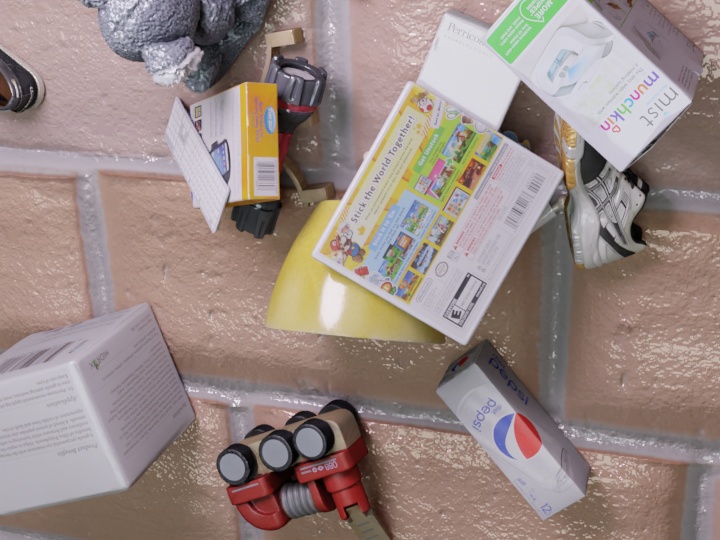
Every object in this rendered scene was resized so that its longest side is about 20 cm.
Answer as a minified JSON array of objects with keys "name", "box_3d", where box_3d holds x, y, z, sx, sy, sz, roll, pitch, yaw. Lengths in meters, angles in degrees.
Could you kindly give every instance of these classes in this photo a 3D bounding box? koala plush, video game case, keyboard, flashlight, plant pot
[{"name":"koala plush","box_3d":[-0.199,-0.276,1.184,0.183,0.200,0.178,-35,97,36]},{"name":"video game case","box_3d":[0.077,-0.056,1.156,0.181,0.023,0.201,30,94,-2]},{"name":"keyboard","box_3d":[-0.183,-0.120,1.282,0.011,0.200,0.057,-2,127,-27]},{"name":"flashlight","box_3d":[-0.092,-0.131,1.262,0.068,0.068,0.201,28,118,17]},{"name":"plant pot","box_3d":[0.000,0.000,1.261,0.198,0.200,0.143,5,89,17]}]

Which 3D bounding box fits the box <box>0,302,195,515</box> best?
[{"name":"box","box_3d":[-0.349,0.168,1.423,0.197,0.200,0.173,-15,103,22]}]

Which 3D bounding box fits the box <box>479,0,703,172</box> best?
[{"name":"box","box_3d":[0.224,-0.209,1.082,0.176,0.200,0.097,42,118,-2]}]

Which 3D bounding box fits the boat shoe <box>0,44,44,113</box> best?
[{"name":"boat shoe","box_3d":[-0.474,-0.253,1.375,0.199,0.068,0.072,33,119,6]}]

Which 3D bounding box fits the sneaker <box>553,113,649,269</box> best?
[{"name":"sneaker","box_3d":[0.249,-0.096,1.183,0.087,0.076,0.201,-10,128,7]}]

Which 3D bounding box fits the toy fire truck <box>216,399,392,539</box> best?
[{"name":"toy fire truck","box_3d":[-0.054,0.277,1.424,0.175,0.129,0.202,-21,93,25]}]

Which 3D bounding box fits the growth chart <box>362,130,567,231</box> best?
[{"name":"growth chart","box_3d":[0.118,-0.104,1.261,0.200,0.018,0.145,44,117,-2]}]

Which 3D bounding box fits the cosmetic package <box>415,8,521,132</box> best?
[{"name":"cosmetic package","box_3d":[0.096,-0.157,1.197,0.101,0.074,0.201,23,108,3]}]

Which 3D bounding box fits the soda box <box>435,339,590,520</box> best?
[{"name":"soda box","box_3d":[0.177,0.183,1.325,0.063,0.068,0.200,-37,95,27]}]

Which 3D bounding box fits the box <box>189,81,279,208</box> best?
[{"name":"box","box_3d":[-0.142,-0.130,1.255,0.041,0.200,0.120,-2,91,-25]}]

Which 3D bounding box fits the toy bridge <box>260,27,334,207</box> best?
[{"name":"toy bridge","box_3d":[-0.080,-0.167,1.297,0.067,0.027,0.202,-3,109,22]}]
